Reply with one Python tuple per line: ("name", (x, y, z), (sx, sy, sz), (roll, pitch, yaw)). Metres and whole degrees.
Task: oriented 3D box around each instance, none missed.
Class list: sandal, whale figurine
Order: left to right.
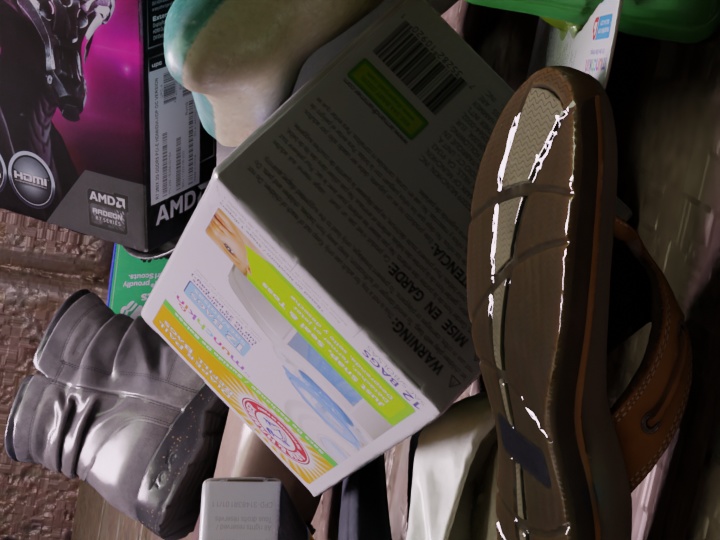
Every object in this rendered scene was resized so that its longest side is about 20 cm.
("whale figurine", (-0.020, -0.146, 0.652), (0.201, 0.103, 0.159), (-59, -15, -8))
("sandal", (0.071, 0.035, 0.553), (0.082, 0.054, 0.201), (-139, 39, -68))

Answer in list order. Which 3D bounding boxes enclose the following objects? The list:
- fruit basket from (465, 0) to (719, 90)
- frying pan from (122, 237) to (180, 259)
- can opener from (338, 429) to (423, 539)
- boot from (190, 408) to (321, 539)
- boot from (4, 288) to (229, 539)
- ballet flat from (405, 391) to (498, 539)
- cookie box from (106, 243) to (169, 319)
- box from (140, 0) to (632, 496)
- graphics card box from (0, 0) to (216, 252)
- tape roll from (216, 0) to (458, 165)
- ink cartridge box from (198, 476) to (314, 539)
("fruit basket", (0.085, -0.144, 0.610), (0.200, 0.093, 0.186), (-26, -54, -85))
("frying pan", (-0.118, -0.063, 1.113), (0.190, 0.031, 0.115), (21, 80, 54))
("can opener", (0.015, 0.120, 0.749), (0.200, 0.063, 0.079), (-101, 22, -57))
("boot", (-0.049, 0.097, 0.970), (0.200, 0.070, 0.147), (79, -146, -64))
("boot", (-0.110, 0.038, 1.050), (0.201, 0.131, 0.070), (-58, -25, -12))
("ballet flat", (0.042, 0.128, 0.627), (0.069, 0.069, 0.201), (120, 159, -61))
("cookie box", (-0.096, -0.008, 1.202), (0.171, 0.075, 0.201), (68, -160, -57))
("box", (0.000, 0.000, 0.708), (0.101, 0.113, 0.200), (-44, -1, -20))
("graphics card box", (-0.116, -0.118, 0.709), (0.051, 0.125, 0.201), (-34, -47, -51))
("tape roll", (-0.049, -0.140, 0.825), (0.202, 0.139, 0.203), (-36, 8, 6))
("ink cartridge box", (-0.043, 0.219, 0.865), (0.198, 0.047, 0.201), (75, -166, -66))
